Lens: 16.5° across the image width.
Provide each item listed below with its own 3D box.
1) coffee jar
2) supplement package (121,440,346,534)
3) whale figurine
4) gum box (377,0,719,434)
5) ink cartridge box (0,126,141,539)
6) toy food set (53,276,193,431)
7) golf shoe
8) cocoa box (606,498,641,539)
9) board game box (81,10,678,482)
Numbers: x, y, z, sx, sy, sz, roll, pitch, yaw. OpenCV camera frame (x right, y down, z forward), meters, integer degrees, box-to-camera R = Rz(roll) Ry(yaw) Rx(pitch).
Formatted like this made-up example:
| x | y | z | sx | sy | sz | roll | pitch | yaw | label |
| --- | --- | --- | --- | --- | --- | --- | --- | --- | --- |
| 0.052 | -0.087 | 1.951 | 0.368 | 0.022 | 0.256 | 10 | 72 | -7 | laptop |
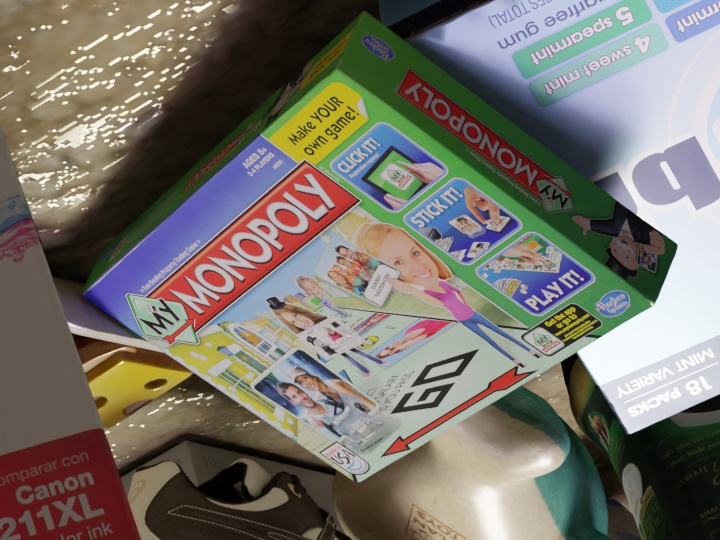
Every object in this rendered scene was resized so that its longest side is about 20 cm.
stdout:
| x | y | z | sx | sy | sz | roll | pitch | yaw | label |
| --- | --- | --- | --- | --- | --- | --- | --- | --- | --- |
| 0.161 | 0.087 | 1.105 | 0.104 | 0.201 | 0.086 | -15 | 141 | -7 | coffee jar |
| -0.055 | 0.172 | 1.228 | 0.117 | 0.118 | 0.200 | -31 | 154 | 24 | supplement package |
| 0.060 | 0.087 | 1.136 | 0.104 | 0.159 | 0.200 | -51 | 164 | -25 | whale figurine |
| 0.126 | -0.051 | 0.862 | 0.169 | 0.045 | 0.200 | -25 | 126 | 14 | gum box |
| -0.130 | 0.040 | 0.790 | 0.082 | 0.201 | 0.146 | -17 | 157 | -9 | ink cartridge box |
| -0.140 | 0.071 | 1.021 | 0.200 | 0.061 | 0.143 | -33 | 153 | 29 | toy food set |
| -0.025 | 0.128 | 1.091 | 0.078 | 0.095 | 0.200 | -21 | 157 | 34 | golf shoe |
| 0.098 | 0.234 | 1.369 | 0.133 | 0.131 | 0.200 | 15 | 111 | -52 | cocoa box |
| 0.000 | 0.000 | 0.882 | 0.134 | 0.029 | 0.200 | 34 | 145 | -14 | board game box |
